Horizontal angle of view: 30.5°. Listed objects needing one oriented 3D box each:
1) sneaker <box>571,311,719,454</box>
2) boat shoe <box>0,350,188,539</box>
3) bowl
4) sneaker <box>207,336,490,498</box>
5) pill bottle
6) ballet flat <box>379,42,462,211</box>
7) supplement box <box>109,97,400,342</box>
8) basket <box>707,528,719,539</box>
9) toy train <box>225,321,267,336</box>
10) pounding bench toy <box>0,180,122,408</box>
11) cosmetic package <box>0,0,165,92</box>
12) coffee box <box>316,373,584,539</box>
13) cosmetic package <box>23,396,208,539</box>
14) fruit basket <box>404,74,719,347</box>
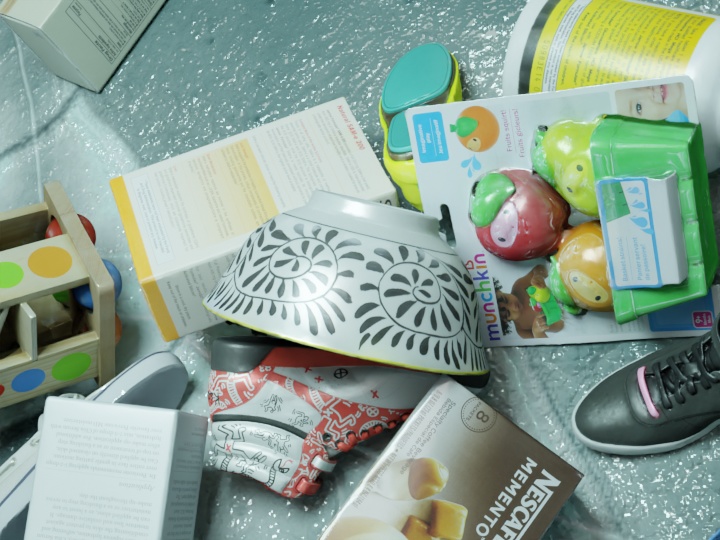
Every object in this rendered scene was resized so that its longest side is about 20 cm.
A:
[{"bbox_3d":[0.222,0.057,0.845,0.200,0.099,0.071,-19,58,14],"label":"sneaker"},{"bbox_3d":[-0.222,0.127,1.023,0.200,0.071,0.070,-47,57,2],"label":"boat shoe"},{"bbox_3d":[0.000,0.000,0.892,0.200,0.201,0.094,15,95,30],"label":"bowl"},{"bbox_3d":[-0.011,0.108,0.947,0.201,0.067,0.108,4,93,3],"label":"sneaker"},{"bbox_3d":[0.212,-0.133,0.948,0.200,0.112,0.113,19,71,32],"label":"pill bottle"},{"bbox_3d":[0.050,-0.109,1.026,0.067,0.067,0.200,-16,29,14],"label":"ballet flat"},{"bbox_3d":[-0.078,-0.041,1.011,0.200,0.074,0.126,-20,46,-5],"label":"supplement box"},{"bbox_3d":[0.277,0.176,0.715,0.176,0.139,0.200,31,47,34],"label":"basket"},{"bbox_3d":[-0.095,0.025,1.035,0.200,0.046,0.034,23,73,32],"label":"toy train"},{"bbox_3d":[-0.277,0.052,1.062,0.156,0.200,0.124,-17,53,-24],"label":"pounding bench toy"},{"bbox_3d":[-0.237,-0.281,1.238,0.071,0.105,0.200,24,72,34],"label":"cosmetic package"},{"bbox_3d":[0.037,0.181,0.846,0.114,0.080,0.200,37,80,9],"label":"coffee box"},{"bbox_3d":[-0.175,0.194,0.918,0.101,0.071,0.201,5,81,14],"label":"cosmetic package"},{"bbox_3d":[0.137,-0.032,0.898,0.199,0.186,0.094,-5,19,18],"label":"fruit basket"}]
